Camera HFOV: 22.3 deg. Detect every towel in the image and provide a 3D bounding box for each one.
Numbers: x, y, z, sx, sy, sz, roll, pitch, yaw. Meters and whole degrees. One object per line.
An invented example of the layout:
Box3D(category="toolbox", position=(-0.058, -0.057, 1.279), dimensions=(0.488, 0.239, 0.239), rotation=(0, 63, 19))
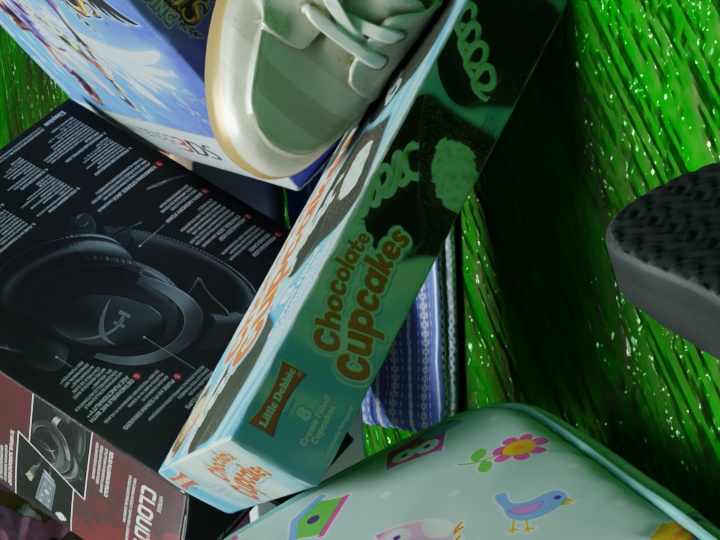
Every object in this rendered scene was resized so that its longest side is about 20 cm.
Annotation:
Box3D(category="towel", position=(0.000, 0.000, 0.845), dimensions=(0.200, 0.024, 0.145), rotation=(175, 92, -72))

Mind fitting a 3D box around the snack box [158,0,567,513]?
Box3D(category="snack box", position=(-0.001, -0.010, 0.663), dimensions=(0.200, 0.037, 0.116), rotation=(-62, 10, -19))

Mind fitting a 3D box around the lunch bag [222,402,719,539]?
Box3D(category="lunch bag", position=(0.036, 0.118, 0.535), dimensions=(0.077, 0.160, 0.200), rotation=(67, 169, -21))

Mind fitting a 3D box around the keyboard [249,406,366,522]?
Box3D(category="keyboard", position=(-0.018, 0.160, 0.835), dimensions=(0.011, 0.056, 0.200), rotation=(-173, 78, -71))

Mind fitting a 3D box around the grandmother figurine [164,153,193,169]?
Box3D(category="grandmother figurine", position=(-0.092, -0.083, 0.981), dimensions=(0.060, 0.121, 0.200), rotation=(10, 74, 41))

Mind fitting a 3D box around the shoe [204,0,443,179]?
Box3D(category="shoe", position=(0.003, -0.126, 0.663), dimensions=(0.200, 0.070, 0.053), rotation=(-66, 23, -3))

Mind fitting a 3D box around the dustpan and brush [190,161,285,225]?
Box3D(category="dustpan and brush", position=(-0.070, -0.002, 0.910), dimensions=(0.140, 0.057, 0.200), rotation=(79, -174, -63))

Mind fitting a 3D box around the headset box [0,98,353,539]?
Box3D(category="headset box", position=(-0.097, 0.032, 0.784), dimensions=(0.200, 0.149, 0.077), rotation=(31, 138, 15))

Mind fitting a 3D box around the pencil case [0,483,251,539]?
Box3D(category="pencil case", position=(-0.093, 0.134, 0.858), dimensions=(0.087, 0.200, 0.083), rotation=(-121, 33, -57))

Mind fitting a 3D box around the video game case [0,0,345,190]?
Box3D(category="video game case", position=(-0.117, -0.124, 0.756), dimensions=(0.045, 0.200, 0.181), rotation=(-52, 33, -14))

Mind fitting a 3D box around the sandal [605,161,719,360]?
Box3D(category="sandal", position=(0.119, 0.020, 0.426), dimensions=(0.200, 0.075, 0.048), rotation=(-121, 8, -70))
